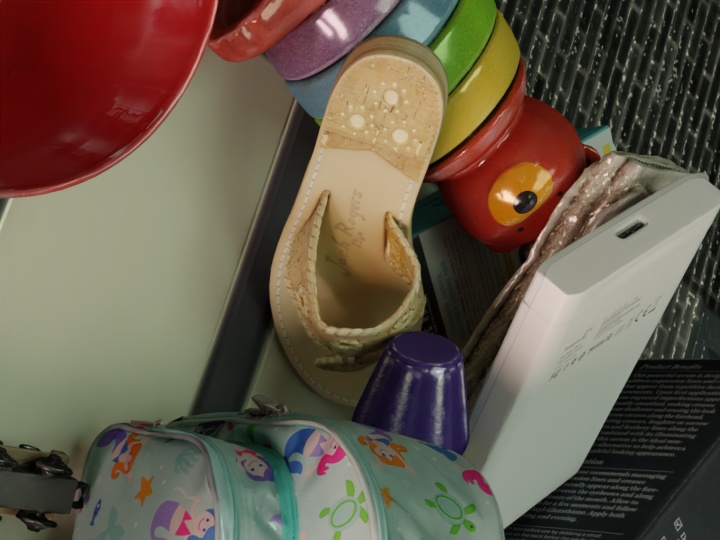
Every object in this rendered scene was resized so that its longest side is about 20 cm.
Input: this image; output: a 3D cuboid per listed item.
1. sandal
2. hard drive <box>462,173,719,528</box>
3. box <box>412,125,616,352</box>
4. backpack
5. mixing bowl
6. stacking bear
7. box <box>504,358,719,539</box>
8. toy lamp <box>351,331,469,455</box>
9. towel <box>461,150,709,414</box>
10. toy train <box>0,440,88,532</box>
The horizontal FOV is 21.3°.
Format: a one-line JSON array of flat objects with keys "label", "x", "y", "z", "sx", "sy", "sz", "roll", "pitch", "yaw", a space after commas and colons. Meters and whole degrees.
[{"label": "sandal", "x": -0.006, "y": -0.001, "z": 0.882, "sx": 0.070, "sy": 0.077, "sz": 0.213, "roll": -73, "pitch": 175, "yaw": -53}, {"label": "hard drive", "x": 0.099, "y": 0.053, "z": 0.942, "sx": 0.132, "sy": 0.027, "sz": 0.201, "roll": -29, "pitch": 151, "yaw": -42}, {"label": "box", "x": 0.071, "y": -0.008, "z": 1.035, "sx": 0.200, "sy": 0.049, "sz": 0.083, "roll": -29, "pitch": 109, "yaw": -42}, {"label": "backpack", "x": -0.036, "y": 0.145, "z": 0.816, "sx": 0.150, "sy": 0.199, "sz": 0.179, "roll": 18, "pitch": 77, "yaw": -40}, {"label": "mixing bowl", "x": -0.164, "y": -0.130, "z": 0.752, "sx": 0.199, "sy": 0.108, "sz": 0.202, "roll": -3, "pitch": 95, "yaw": -38}, {"label": "stacking bear", "x": 0.033, "y": -0.091, "z": 0.933, "sx": 0.121, "sy": 0.114, "sz": 0.200, "roll": -43, "pitch": 112, "yaw": 7}, {"label": "box", "x": 0.171, "y": 0.163, "z": 1.065, "sx": 0.200, "sy": 0.107, "sz": 0.149, "roll": -41, "pitch": 117, "yaw": -38}, {"label": "toy lamp", "x": 0.014, "y": 0.124, "z": 0.917, "sx": 0.058, "sy": 0.058, "sz": 0.201, "roll": -17, "pitch": 128, "yaw": -44}, {"label": "towel", "x": 0.103, "y": 0.027, "z": 0.988, "sx": 0.201, "sy": 0.034, "sz": 0.132, "roll": -58, "pitch": 156, "yaw": 17}, {"label": "toy train", "x": -0.196, "y": 0.076, "z": 0.766, "sx": 0.199, "sy": 0.046, "sz": 0.034, "roll": 16, "pitch": 89, "yaw": -41}]
